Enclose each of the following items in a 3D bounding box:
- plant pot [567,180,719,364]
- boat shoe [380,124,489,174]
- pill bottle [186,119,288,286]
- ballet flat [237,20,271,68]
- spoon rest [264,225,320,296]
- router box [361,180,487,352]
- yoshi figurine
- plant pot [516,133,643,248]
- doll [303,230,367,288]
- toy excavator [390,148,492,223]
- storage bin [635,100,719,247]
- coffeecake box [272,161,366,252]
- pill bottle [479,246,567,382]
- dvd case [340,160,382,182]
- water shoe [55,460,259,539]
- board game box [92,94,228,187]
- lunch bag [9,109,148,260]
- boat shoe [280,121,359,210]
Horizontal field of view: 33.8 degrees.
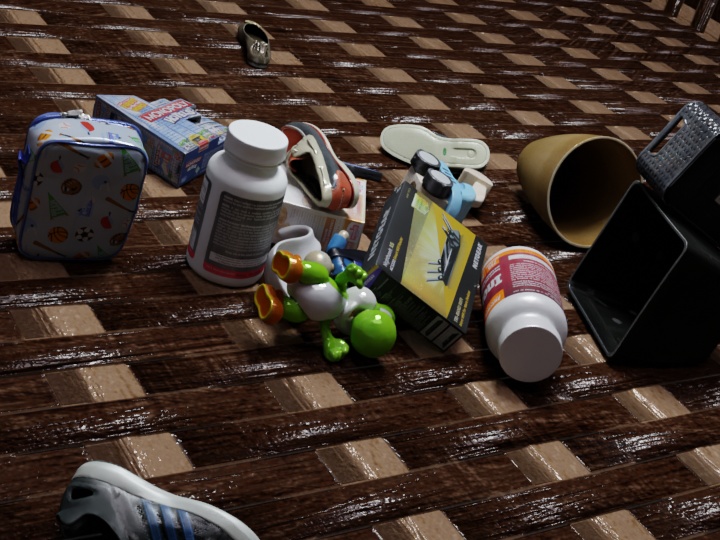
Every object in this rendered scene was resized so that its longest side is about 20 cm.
[{"bbox_3d":[0.455,0.021,1.753,0.175,0.202,0.200,20,25,-22],"label":"plant pot"},{"bbox_3d":[0.131,-0.210,2.117,0.196,0.073,0.068,12,-9,4],"label":"boat shoe"},{"bbox_3d":[-0.159,-0.090,1.568,0.109,0.203,0.111,14,28,-8],"label":"pill bottle"},{"bbox_3d":[-0.208,-0.462,2.366,0.066,0.047,0.201,10,29,-15],"label":"ballet flat"},{"bbox_3d":[-0.088,-0.011,1.599,0.060,0.100,0.201,-25,23,12],"label":"spoon rest"},{"bbox_3d":[0.088,-0.009,1.627,0.156,0.052,0.201,36,39,-13],"label":"router box"},{"bbox_3d":[-0.027,0.052,1.482,0.198,0.112,0.114,21,60,-35],"label":"yoshi figurine"},{"bbox_3d":[0.356,-0.159,2.044,0.183,0.190,0.200,5,17,-22],"label":"plant pot"},{"bbox_3d":[0.000,0.000,1.619,0.198,0.048,0.138,5,53,-41],"label":"doll"},{"bbox_3d":[0.149,-0.121,1.938,0.197,0.101,0.195,19,27,-27],"label":"toy excavator"},{"bbox_3d":[0.517,-0.134,1.735,0.199,0.135,0.094,31,20,-33],"label":"storage bin"},{"bbox_3d":[-0.094,-0.098,1.755,0.196,0.074,0.154,15,27,-6],"label":"coffeecake box"},{"bbox_3d":[0.222,0.060,1.616,0.111,0.114,0.201,14,28,-6],"label":"pill bottle"},{"bbox_3d":[-0.076,-0.177,1.882,0.197,0.018,0.142,18,6,19],"label":"dvd case"},{"bbox_3d":[-0.188,0.252,1.107,0.197,0.072,0.080,22,56,5],"label":"water shoe"},{"bbox_3d":[-0.312,-0.224,1.867,0.197,0.062,0.200,26,29,13],"label":"board game box"},{"bbox_3d":[-0.356,-0.105,1.480,0.158,0.202,0.076,3,39,-27],"label":"lunch bag"},{"bbox_3d":[-0.074,-0.153,1.718,0.062,0.072,0.201,-6,40,-33],"label":"boat shoe"}]
